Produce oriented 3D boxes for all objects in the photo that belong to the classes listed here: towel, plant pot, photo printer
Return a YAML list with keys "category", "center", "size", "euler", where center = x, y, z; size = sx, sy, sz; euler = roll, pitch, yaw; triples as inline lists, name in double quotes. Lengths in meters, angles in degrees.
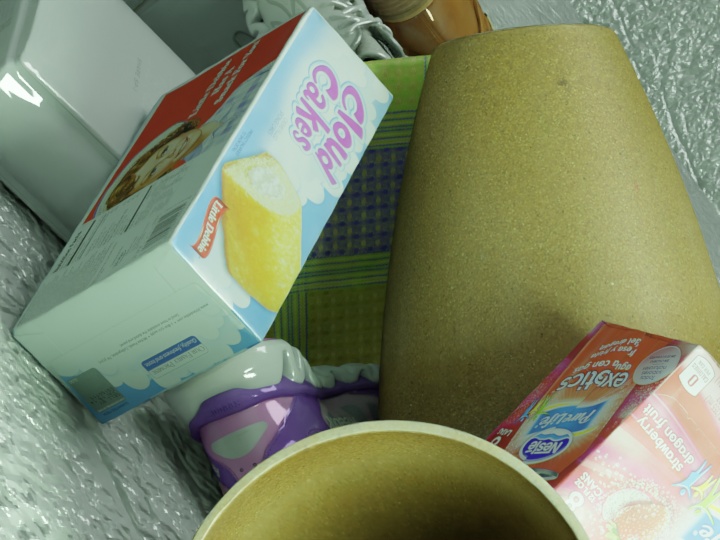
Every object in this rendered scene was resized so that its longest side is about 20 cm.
- category: "towel"
  center: [0.014, -0.020, 1.411]
  size: [0.023, 0.143, 0.201]
  euler: [-126, -148, -63]
- category: "plant pot"
  center: [0.026, 0.177, 1.146]
  size: [0.187, 0.186, 0.200]
  euler: [56, 0, 18]
- category: "plant pot"
  center: [0.093, -0.017, 1.321]
  size: [0.186, 0.186, 0.201]
  euler: [9, 75, -70]
- category: "photo printer"
  center: [-0.127, -0.066, 1.405]
  size: [0.200, 0.069, 0.167]
  euler: [46, 22, -23]

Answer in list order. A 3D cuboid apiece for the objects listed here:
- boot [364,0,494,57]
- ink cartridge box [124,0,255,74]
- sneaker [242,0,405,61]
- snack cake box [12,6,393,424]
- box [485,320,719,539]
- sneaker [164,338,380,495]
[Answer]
- category: "boot"
  center: [0.026, -0.188, 1.630]
  size: [0.155, 0.074, 0.200]
  euler: [48, 18, -35]
- category: "ink cartridge box"
  center: [-0.076, -0.155, 1.646]
  size: [0.145, 0.145, 0.200]
  euler: [47, 15, -19]
- category: "sneaker"
  center: [-0.010, -0.125, 1.472]
  size: [0.075, 0.081, 0.200]
  euler: [-4, 61, -28]
- category: "snack cake box"
  center: [-0.073, -0.029, 1.266]
  size: [0.067, 0.115, 0.200]
  euler: [47, 40, -18]
- category: "box"
  center: [0.152, 0.130, 1.180]
  size: [0.200, 0.100, 0.095]
  euler: [51, -14, -19]
- category: "sneaker"
  center: [-0.027, 0.094, 1.344]
  size: [0.200, 0.080, 0.089]
  euler: [17, 47, -66]
